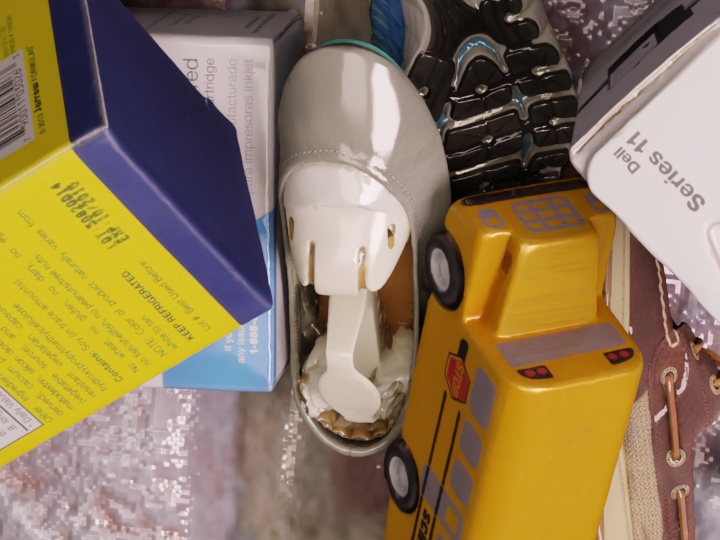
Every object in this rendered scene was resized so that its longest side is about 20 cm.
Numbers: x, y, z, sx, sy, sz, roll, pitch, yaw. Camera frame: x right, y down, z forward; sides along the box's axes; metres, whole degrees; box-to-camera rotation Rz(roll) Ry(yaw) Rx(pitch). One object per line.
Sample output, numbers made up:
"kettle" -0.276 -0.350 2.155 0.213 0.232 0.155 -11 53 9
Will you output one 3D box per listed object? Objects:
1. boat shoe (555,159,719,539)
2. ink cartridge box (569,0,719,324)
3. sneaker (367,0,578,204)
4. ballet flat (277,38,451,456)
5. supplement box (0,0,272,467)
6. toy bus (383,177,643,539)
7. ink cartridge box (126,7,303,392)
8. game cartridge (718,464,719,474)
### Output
"boat shoe" 0.114 0.048 1.077 0.072 0.072 0.200 -8 103 -23
"ink cartridge box" 0.156 -0.035 0.976 0.083 0.200 0.147 -43 96 14
"sneaker" 0.039 -0.107 1.040 0.078 0.090 0.200 -8 122 -7
"ballet flat" 0.000 0.000 1.025 0.067 0.064 0.200 8 139 11
"supplement box" -0.149 -0.004 0.960 0.200 0.110 0.109 -30 131 13
"toy bus" 0.059 0.064 1.032 0.065 0.078 0.200 -9 131 -24
"ink cartridge box" -0.127 -0.032 1.069 0.200 0.084 0.145 2 103 7
"game cartridge" 0.264 0.105 1.083 0.200 0.042 0.133 43 108 -4
